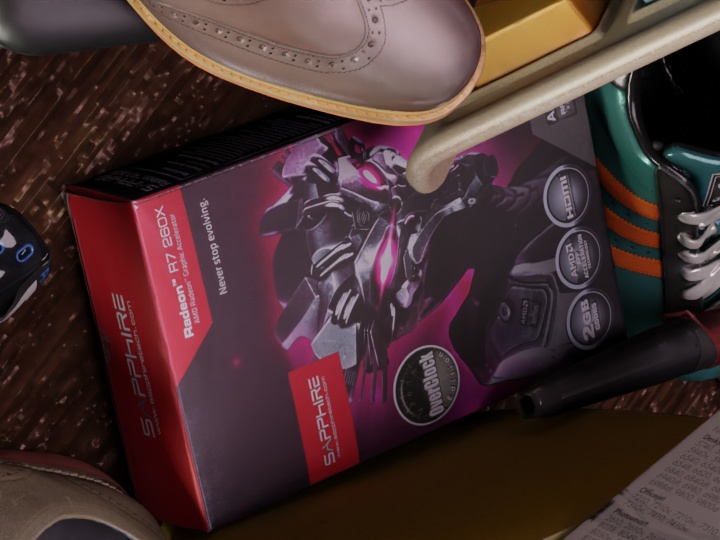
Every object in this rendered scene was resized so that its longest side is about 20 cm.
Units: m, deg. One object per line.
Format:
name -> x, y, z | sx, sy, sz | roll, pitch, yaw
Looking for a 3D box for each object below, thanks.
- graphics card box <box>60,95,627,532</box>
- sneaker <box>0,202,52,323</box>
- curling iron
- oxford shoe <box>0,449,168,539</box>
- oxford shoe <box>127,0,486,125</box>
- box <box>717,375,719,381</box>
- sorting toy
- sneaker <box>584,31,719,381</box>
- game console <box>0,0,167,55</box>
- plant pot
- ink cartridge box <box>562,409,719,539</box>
graphics card box -> 0.000, 0.000, 0.998 | 0.200, 0.051, 0.126 | -22, 109, -31
sneaker -> -0.132, 0.041, 0.855 | 0.112, 0.073, 0.200 | -27, 85, -25
curling iron -> 0.132, 0.020, 1.047 | 0.200, 0.026, 0.050 | -18, 152, -35
oxford shoe -> -0.145, 0.089, 0.906 | 0.200, 0.075, 0.071 | 3, 102, -37
oxford shoe -> -0.042, -0.102, 0.790 | 0.200, 0.073, 0.071 | 30, 84, -18
box -> 0.291, 0.023, 1.128 | 0.199, 0.200, 0.131 | -53, 129, -11
sorting toy -> 0.103, -0.126, 0.921 | 0.036, 0.200, 0.185 | 44, 44, -18
sneaker -> 0.123, -0.033, 1.062 | 0.071, 0.080, 0.200 | -36, 125, -23
game console -> -0.057, -0.176, 0.880 | 0.175, 0.116, 0.201 | -9, 96, -17
plant pot -> 0.034, 0.154, 0.992 | 0.200, 0.176, 0.201 | -19, 114, -30
ink cartridge box -> 0.124, 0.122, 0.894 | 0.200, 0.068, 0.116 | -37, 122, -23
